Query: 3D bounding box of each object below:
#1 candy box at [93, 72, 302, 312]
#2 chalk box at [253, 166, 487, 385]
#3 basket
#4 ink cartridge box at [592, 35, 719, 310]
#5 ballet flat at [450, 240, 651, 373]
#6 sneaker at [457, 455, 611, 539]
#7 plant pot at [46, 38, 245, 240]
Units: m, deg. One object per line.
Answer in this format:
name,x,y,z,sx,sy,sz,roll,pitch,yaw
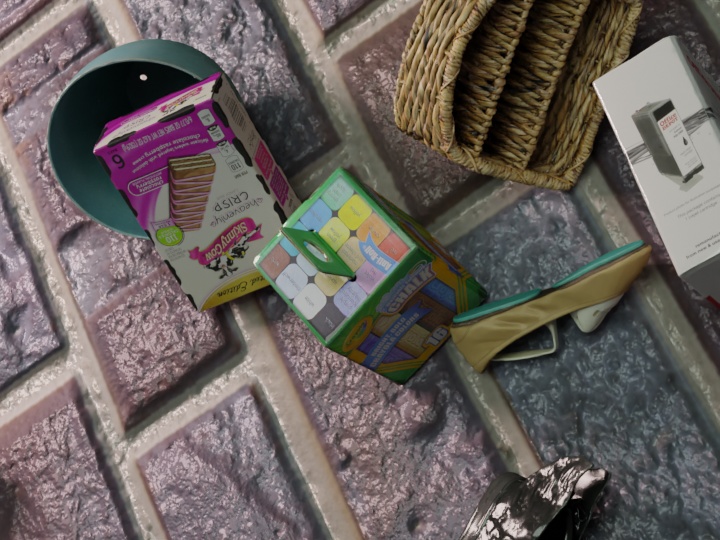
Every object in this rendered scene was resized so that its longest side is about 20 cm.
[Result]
candy box,-0.144,-0.071,1.768,0.136,0.200,0.061,-22,27,20
chalk box,0.000,0.000,1.663,0.124,0.200,0.124,-46,59,7
basket,0.135,-0.186,1.657,0.149,0.142,0.201,34,112,33
ink cartridge box,0.289,-0.077,1.570,0.083,0.147,0.201,-29,61,18
ballet flat,0.177,0.036,1.650,0.199,0.069,0.063,-24,92,22
sneaker,0.133,0.244,1.580,0.104,0.060,0.200,17,78,53
plant pot,-0.199,-0.150,1.843,0.199,0.200,0.135,-23,27,19
